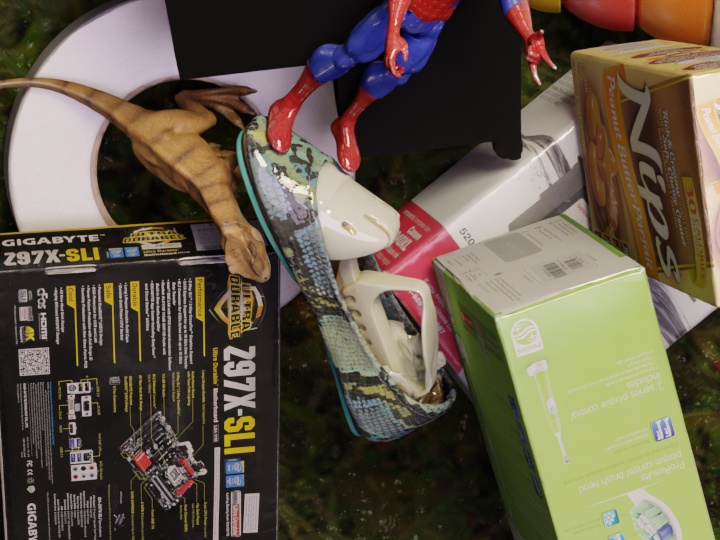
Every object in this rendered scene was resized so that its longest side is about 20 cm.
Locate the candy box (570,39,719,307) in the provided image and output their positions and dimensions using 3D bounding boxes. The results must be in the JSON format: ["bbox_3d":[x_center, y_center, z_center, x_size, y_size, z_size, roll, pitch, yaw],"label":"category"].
[{"bbox_3d":[0.167,-0.055,1.237,0.055,0.200,0.116,-10,100,-10],"label":"candy box"}]

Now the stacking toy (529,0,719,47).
[{"bbox_3d":[0.120,-0.193,1.359,0.200,0.146,0.146,2,101,5],"label":"stacking toy"}]

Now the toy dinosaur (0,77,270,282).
[{"bbox_3d":[-0.107,-0.073,1.301,0.200,0.106,0.060,37,118,23],"label":"toy dinosaur"}]

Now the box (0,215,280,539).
[{"bbox_3d":[-0.126,0.073,1.349,0.159,0.049,0.200,-5,118,-12],"label":"box"}]

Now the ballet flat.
[{"bbox_3d":[0.000,0.000,1.287,0.074,0.074,0.200,-27,116,-7],"label":"ballet flat"}]

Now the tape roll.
[{"bbox_3d":[-0.103,-0.060,1.363,0.202,0.037,0.203,-3,101,-13],"label":"tape roll"}]

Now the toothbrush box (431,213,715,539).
[{"bbox_3d":[0.117,0.086,1.284,0.086,0.146,0.200,-17,104,-7],"label":"toothbrush box"}]

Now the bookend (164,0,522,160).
[{"bbox_3d":[-0.017,-0.143,1.272,0.198,0.092,0.200,-7,144,0],"label":"bookend"}]

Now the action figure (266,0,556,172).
[{"bbox_3d":[0.027,-0.102,1.177,0.065,0.099,0.200,12,138,-27],"label":"action figure"}]

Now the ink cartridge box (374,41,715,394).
[{"bbox_3d":[0.122,-0.014,1.390,0.200,0.083,0.145,-39,106,-2],"label":"ink cartridge box"}]
